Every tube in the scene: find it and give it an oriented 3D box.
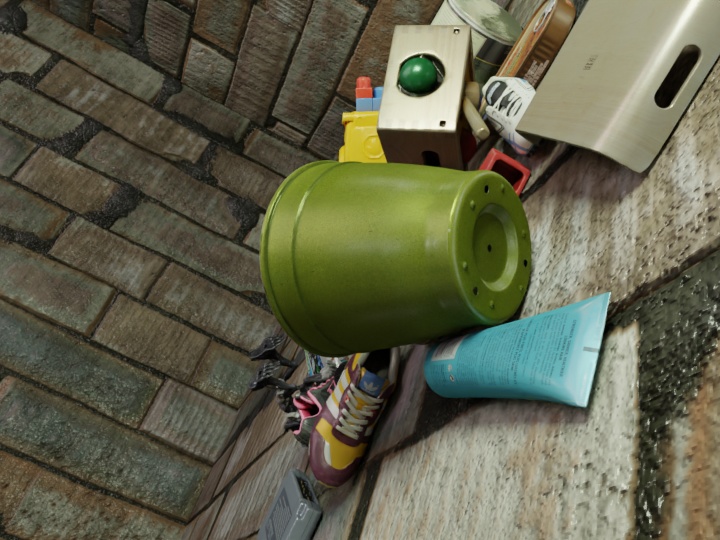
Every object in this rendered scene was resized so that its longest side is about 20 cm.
[{"bbox_3d":[0.114,0.068,0.505,0.200,0.050,0.078,150,137,-66],"label":"tube"}]

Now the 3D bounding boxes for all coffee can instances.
[{"bbox_3d":[0.159,-0.342,1.102,0.200,0.146,0.147,-56,11,39],"label":"coffee can"}]

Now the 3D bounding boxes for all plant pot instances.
[{"bbox_3d":[0.045,-0.016,0.611,0.192,0.200,0.201,-3,54,42],"label":"plant pot"}]

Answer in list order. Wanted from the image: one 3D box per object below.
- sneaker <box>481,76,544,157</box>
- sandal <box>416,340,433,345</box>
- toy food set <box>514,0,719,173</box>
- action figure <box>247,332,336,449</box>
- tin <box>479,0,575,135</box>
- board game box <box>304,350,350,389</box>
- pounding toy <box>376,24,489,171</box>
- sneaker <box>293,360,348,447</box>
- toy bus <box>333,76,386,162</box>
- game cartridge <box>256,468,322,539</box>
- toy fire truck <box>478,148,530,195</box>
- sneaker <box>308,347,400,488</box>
[{"bbox_3d":[0.181,-0.186,0.769,0.072,0.072,0.200,-58,11,20],"label":"sneaker"},{"bbox_3d":[0.079,-0.010,0.744,0.080,0.054,0.201,37,114,54],"label":"sandal"},{"bbox_3d":[0.219,-0.163,0.562,0.144,0.060,0.200,-60,17,10],"label":"toy food set"},{"bbox_3d":[-0.087,0.193,1.012,0.102,0.200,0.119,-20,39,20],"label":"action figure"},{"bbox_3d":[0.223,-0.279,0.904,0.201,0.042,0.112,-59,13,28],"label":"tin"},{"bbox_3d":[-0.063,0.110,1.136,0.126,0.034,0.201,129,136,-52],"label":"board game box"},{"bbox_3d":[0.107,-0.206,0.854,0.200,0.141,0.185,59,-141,-67],"label":"pounding toy"},{"bbox_3d":[-0.045,0.183,0.921,0.079,0.095,0.200,-61,8,24],"label":"sneaker"},{"bbox_3d":[0.019,-0.224,1.113,0.200,0.135,0.193,-86,-7,-82],"label":"toy bus"},{"bbox_3d":[-0.106,0.368,0.928,0.134,0.040,0.200,-61,8,-7],"label":"game cartridge"},{"bbox_3d":[0.121,-0.056,0.805,0.201,0.049,0.141,-62,11,16],"label":"toy fire truck"},{"bbox_3d":[-0.006,0.164,0.808,0.090,0.075,0.201,121,171,-60],"label":"sneaker"}]
